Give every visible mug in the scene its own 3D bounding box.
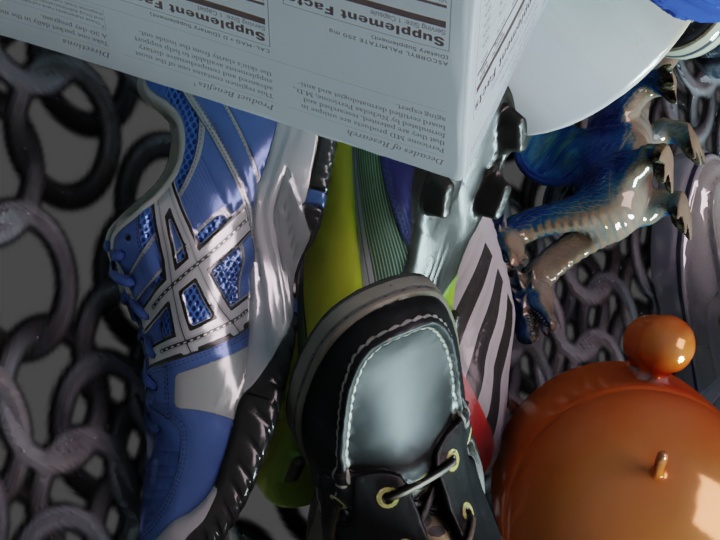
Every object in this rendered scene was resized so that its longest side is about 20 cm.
[{"bbox_3d":[0.057,-0.177,0.964,0.153,0.149,0.188,36,69,-33],"label":"mug"}]

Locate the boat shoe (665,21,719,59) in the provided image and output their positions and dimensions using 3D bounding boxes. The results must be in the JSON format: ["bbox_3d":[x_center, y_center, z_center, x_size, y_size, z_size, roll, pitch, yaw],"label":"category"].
[{"bbox_3d":[0.120,-0.190,1.078,0.062,0.074,0.201,10,56,-53],"label":"boat shoe"}]

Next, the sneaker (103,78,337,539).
[{"bbox_3d":[-0.063,0.013,0.865,0.076,0.076,0.202,11,84,-11],"label":"sneaker"}]

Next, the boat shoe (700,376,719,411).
[{"bbox_3d":[0.197,0.087,1.115,0.200,0.074,0.067,-46,120,-3],"label":"boat shoe"}]

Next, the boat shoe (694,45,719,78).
[{"bbox_3d":[0.218,-0.193,1.243,0.200,0.070,0.091,-50,124,-34],"label":"boat shoe"}]

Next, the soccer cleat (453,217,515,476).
[{"bbox_3d":[0.031,-0.005,0.979,0.085,0.068,0.202,-38,122,-60],"label":"soccer cleat"}]

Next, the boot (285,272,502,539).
[{"bbox_3d":[0.037,0.113,0.849,0.073,0.154,0.205,-21,141,-19],"label":"boot"}]

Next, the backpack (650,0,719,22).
[{"bbox_3d":[0.158,-0.192,0.841,0.161,0.168,0.202,-11,99,-14],"label":"backpack"}]

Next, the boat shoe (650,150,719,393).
[{"bbox_3d":[0.200,0.036,1.184,0.071,0.069,0.202,-4,89,-52],"label":"boat shoe"}]

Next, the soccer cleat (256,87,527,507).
[{"bbox_3d":[0.001,0.000,0.911,0.064,0.084,0.201,4,115,-45],"label":"soccer cleat"}]

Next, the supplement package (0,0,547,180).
[{"bbox_3d":[-0.027,-0.148,0.794,0.111,0.198,0.156,91,21,-52],"label":"supplement package"}]

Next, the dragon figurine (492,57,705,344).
[{"bbox_3d":[0.107,-0.054,1.079,0.201,0.099,0.059,-77,148,-42],"label":"dragon figurine"}]

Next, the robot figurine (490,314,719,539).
[{"bbox_3d":[0.116,0.104,0.979,0.117,0.144,0.200,47,3,-3],"label":"robot figurine"}]
